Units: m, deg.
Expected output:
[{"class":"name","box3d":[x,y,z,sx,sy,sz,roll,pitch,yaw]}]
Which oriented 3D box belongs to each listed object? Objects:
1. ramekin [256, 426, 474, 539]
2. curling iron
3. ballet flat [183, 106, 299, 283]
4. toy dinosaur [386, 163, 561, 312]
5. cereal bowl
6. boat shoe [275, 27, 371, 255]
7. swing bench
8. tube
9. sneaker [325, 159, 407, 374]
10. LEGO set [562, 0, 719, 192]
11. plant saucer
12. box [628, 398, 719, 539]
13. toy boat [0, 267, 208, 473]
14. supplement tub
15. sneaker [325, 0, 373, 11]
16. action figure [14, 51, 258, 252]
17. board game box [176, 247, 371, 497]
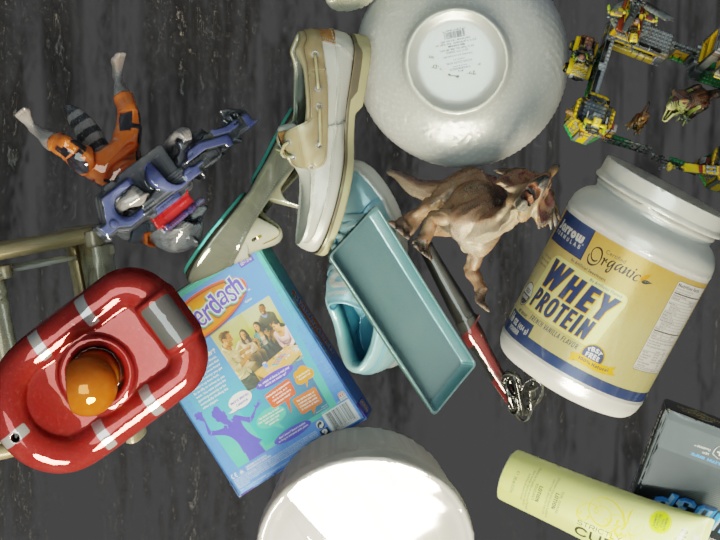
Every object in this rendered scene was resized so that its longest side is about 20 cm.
[{"class":"ramekin","box3d":[0.002,0.239,1.512,0.200,0.094,0.204,-1,113,-3]},{"class":"curling iron","box3d":[0.111,0.052,1.523,0.049,0.025,0.201,-32,89,48]},{"class":"ballet flat","box3d":[-0.086,-0.061,1.489,0.063,0.067,0.201,33,79,2]},{"class":"toy dinosaur","box3d":[0.106,-0.060,1.444,0.136,0.200,0.086,-49,126,2]},{"class":"cereal bowl","box3d":[0.089,-0.190,1.464,0.198,0.083,0.202,1,99,8]},{"class":"boat shoe","box3d":[-0.043,-0.116,1.445,0.068,0.075,0.202,9,87,-19]},{"class":"swing bench","box3d":[-0.310,0.069,1.533,0.198,0.130,0.201,-9,97,1]},{"class":"tube","box3d":[0.223,0.225,1.490,0.199,0.052,0.058,22,140,24]},{"class":"sneaker","box3d":[0.000,0.000,1.496,0.073,0.082,0.202,-9,97,30]},{"class":"LEGO set","box3d":[0.279,-0.160,1.400,0.199,0.116,0.155,26,79,-2]},{"class":"plant saucer","box3d":[0.037,0.038,1.480,0.070,0.019,0.201,-47,122,-25]},{"class":"box","box3d":[0.350,0.229,1.510,0.199,0.046,0.160,21,101,4]},{"class":"toy boat","box3d":[-0.234,0.094,1.406,0.199,0.131,0.131,-37,96,4]},{"class":"supplement tub","box3d":[0.228,0.013,1.444,0.144,0.144,0.201,27,101,3]},{"class":"sneaker","box3d":[0.022,-0.332,1.424,0.200,0.076,0.112,-42,59,39]},{"class":"action figure","box3d":[-0.199,-0.104,1.514,0.199,0.105,0.194,-32,85,-30]},{"class":"board game box","box3d":[-0.105,0.092,1.549,0.151,0.045,0.201,-31,94,10]}]
